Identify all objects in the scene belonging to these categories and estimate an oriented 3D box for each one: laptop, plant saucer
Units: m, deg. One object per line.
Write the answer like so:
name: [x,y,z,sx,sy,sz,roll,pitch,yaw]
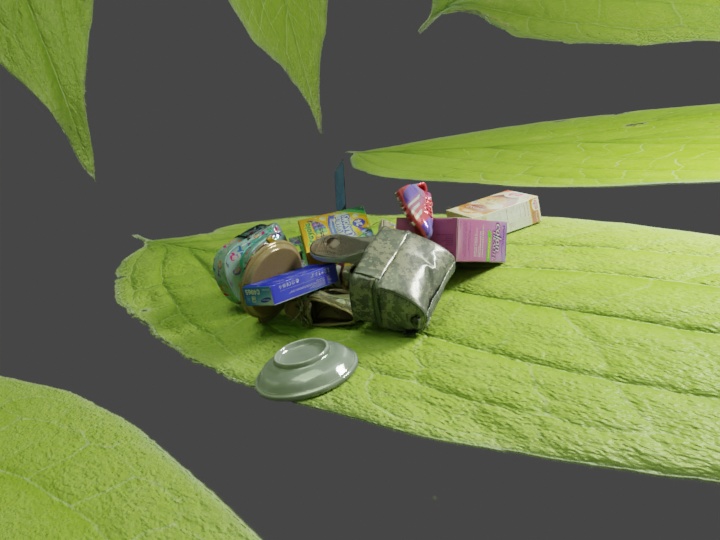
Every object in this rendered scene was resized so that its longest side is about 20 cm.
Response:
laptop: [-0.100,-0.173,1.809,0.200,0.116,0.187,-38,2,-9]
plant saucer: [-0.105,0.171,1.266,0.199,0.051,0.200,-13,19,4]

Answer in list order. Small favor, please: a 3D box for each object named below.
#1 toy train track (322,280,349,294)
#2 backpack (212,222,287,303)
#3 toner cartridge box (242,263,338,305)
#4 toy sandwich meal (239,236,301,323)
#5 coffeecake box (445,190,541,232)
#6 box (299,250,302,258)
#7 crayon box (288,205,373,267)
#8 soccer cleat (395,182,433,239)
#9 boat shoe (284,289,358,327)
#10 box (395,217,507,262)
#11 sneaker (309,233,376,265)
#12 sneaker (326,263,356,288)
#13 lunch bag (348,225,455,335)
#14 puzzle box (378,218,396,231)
toy train track: [-0.033,0.045,1.540,0.114,0.033,0.200,16,-11,-28]
backpack: [-0.260,-0.008,1.711,0.199,0.179,0.150,-31,21,-27]
toner cartridge box: [-0.148,0.029,1.479,0.095,0.044,0.199,-4,11,43]
toy sandwich meal: [-0.210,0.018,1.542,0.070,0.206,0.205,24,38,34]
coffeecake box: [0.355,-0.147,1.823,0.199,0.074,0.153,-19,18,-15]
box: [-0.101,-0.069,1.819,0.200,0.048,0.158,-35,4,44]
crayon box: [-0.072,-0.080,1.642,0.199,0.052,0.126,-15,45,-4]
soccer cleat: [0.130,-0.135,1.472,0.076,0.067,0.200,-26,31,4]
boat shoe: [-0.085,0.084,1.468,0.199,0.074,0.063,-4,18,27]
box: [0.208,-0.070,1.565,0.175,0.098,0.199,4,4,43]
sneaker: [-0.013,-0.032,1.526,0.198,0.085,0.073,-1,54,7]
sneaker: [0.000,0.000,1.640,0.090,0.076,0.200,1,18,35]
lunch bag: [0.088,0.024,1.375,0.167,0.140,0.200,13,45,24]
puzzle box: [0.108,-0.072,1.745,0.132,0.026,0.200,23,19,-6]
